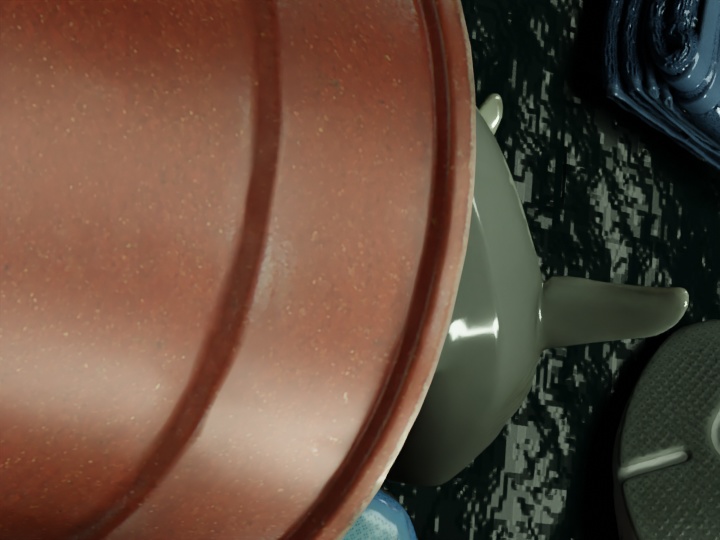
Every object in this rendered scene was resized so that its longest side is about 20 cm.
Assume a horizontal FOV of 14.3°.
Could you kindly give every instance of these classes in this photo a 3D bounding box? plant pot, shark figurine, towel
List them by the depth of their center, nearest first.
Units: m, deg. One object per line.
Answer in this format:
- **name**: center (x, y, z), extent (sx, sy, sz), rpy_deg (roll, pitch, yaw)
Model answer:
- **plant pot**: center (-0.111, -0.028, 0.648), extent (0.195, 0.200, 0.202), rpy_deg (11, 80, -39)
- **shark figurine**: center (0.003, -0.016, 0.802), extent (0.090, 0.128, 0.215), rpy_deg (-47, 122, -40)
- **towel**: center (0.161, -0.075, 1.038), extent (0.200, 0.048, 0.112), rpy_deg (29, 68, -42)

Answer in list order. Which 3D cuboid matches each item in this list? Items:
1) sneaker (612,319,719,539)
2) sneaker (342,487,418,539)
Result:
- **sneaker**: center (0.119, 0.115, 0.980), extent (0.080, 0.070, 0.201), rpy_deg (88, 3, -66)
- **sneaker**: center (-0.010, 0.141, 0.776), extent (0.078, 0.090, 0.200), rpy_deg (24, 53, -15)
